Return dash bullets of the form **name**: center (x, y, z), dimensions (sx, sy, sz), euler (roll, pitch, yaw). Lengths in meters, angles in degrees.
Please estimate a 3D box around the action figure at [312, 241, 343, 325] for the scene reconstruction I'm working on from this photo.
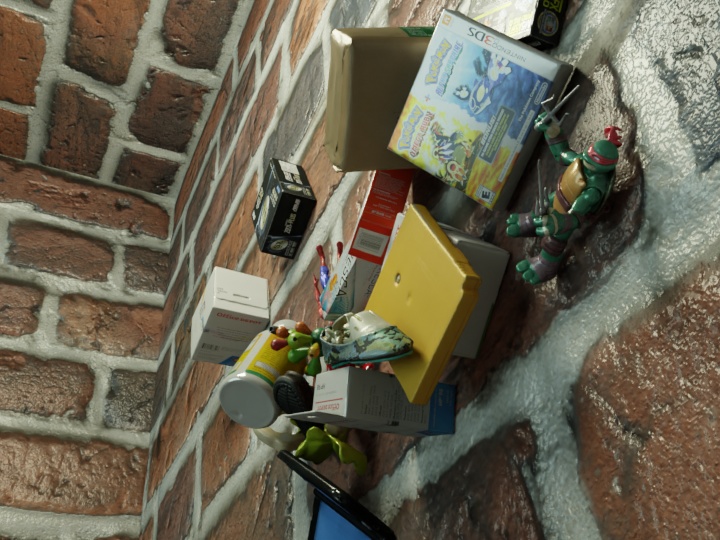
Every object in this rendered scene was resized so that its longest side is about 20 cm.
- **action figure**: center (-0.054, 0.029, 1.468), dimensions (0.052, 0.065, 0.201), euler (83, -179, -50)

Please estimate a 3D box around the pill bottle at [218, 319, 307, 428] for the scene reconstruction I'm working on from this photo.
- **pill bottle**: center (-0.160, 0.175, 1.387), dimensions (0.113, 0.112, 0.200), euler (-60, -1, 35)

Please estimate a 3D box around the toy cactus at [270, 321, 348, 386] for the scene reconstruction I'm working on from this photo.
- **toy cactus**: center (-0.049, 0.127, 1.309), dimensions (0.164, 0.200, 0.103), euler (-23, 59, 14)

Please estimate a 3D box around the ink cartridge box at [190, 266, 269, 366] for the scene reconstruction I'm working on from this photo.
- **ink cartridge box**: center (-0.330, 0.121, 1.976), dimensions (0.145, 0.146, 0.200), euler (-100, 32, -46)

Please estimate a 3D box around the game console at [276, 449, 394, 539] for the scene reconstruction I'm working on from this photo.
- **game console**: center (-0.053, 0.380, 1.155), dimensions (0.117, 0.176, 0.200), euler (-53, 31, -15)

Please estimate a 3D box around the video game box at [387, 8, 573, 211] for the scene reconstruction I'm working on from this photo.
- **video game box**: center (0.147, -0.207, 1.010), dimensions (0.182, 0.047, 0.201), euler (35, 115, 28)

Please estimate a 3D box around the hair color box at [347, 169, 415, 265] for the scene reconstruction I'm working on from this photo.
- **hair color box**: center (0.042, -0.123, 1.233), dimensions (0.111, 0.064, 0.201), euler (111, 176, -60)

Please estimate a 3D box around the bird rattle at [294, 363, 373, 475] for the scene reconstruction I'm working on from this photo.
- **bird rattle**: center (-0.032, 0.210, 1.239), dimensions (0.163, 0.112, 0.201), euler (-31, -53, -78)

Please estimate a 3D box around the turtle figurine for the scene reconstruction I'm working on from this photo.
- **turtle figurine**: center (0.216, -0.083, 0.830), dimensions (0.200, 0.100, 0.150), euler (106, 179, -51)

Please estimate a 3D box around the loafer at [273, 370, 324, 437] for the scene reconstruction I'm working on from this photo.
- **loafer**: center (-0.083, 0.221, 1.299), dimensions (0.073, 0.200, 0.071), euler (17, 58, 31)

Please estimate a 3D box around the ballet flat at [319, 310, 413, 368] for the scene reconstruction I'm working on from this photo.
- **ballet flat**: center (-0.002, 0.085, 0.989), dimensions (0.200, 0.074, 0.075), euler (-21, 58, 60)

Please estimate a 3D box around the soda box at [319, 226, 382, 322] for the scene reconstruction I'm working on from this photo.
- **soda box**: center (0.000, 0.000, 1.343), dimensions (0.201, 0.068, 0.064), euler (-62, 26, 29)

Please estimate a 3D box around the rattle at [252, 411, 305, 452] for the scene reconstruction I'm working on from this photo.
- **rattle**: center (-0.156, 0.231, 1.446), dimensions (0.200, 0.130, 0.143), euler (44, 146, 40)

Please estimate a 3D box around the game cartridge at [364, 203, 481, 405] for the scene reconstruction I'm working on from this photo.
- **game cartridge**: center (0.074, 0.038, 0.980), dimensions (0.177, 0.032, 0.200), euler (-67, 28, 24)

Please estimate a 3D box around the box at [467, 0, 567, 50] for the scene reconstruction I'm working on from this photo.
- **box**: center (0.214, -0.374, 1.077), dimensions (0.200, 0.044, 0.161), euler (-168, 91, -69)

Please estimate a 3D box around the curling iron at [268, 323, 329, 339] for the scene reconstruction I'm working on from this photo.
- **curling iron**: center (-0.100, 0.112, 1.384), dimensions (0.025, 0.200, 0.050), euler (23, 94, 34)

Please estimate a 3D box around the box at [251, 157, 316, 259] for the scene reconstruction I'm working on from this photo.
- **box**: center (-0.187, -0.150, 1.868), dimensions (0.200, 0.086, 0.164), euler (-114, 42, -56)

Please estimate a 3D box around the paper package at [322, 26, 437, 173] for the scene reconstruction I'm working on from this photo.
- **paper package**: center (0.056, -0.246, 1.119), dimensions (0.104, 0.199, 0.192), euler (-120, 30, -54)

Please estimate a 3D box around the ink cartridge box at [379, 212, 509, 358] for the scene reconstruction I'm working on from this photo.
- **ink cartridge box**: center (0.102, 0.014, 1.068), dimensions (0.200, 0.084, 0.146), euler (-144, 69, -66)

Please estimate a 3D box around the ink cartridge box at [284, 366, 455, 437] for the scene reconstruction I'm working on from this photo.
- **ink cartridge box**: center (0.012, 0.173, 1.039), dimensions (0.116, 0.199, 0.067), euler (-27, 54, 62)
